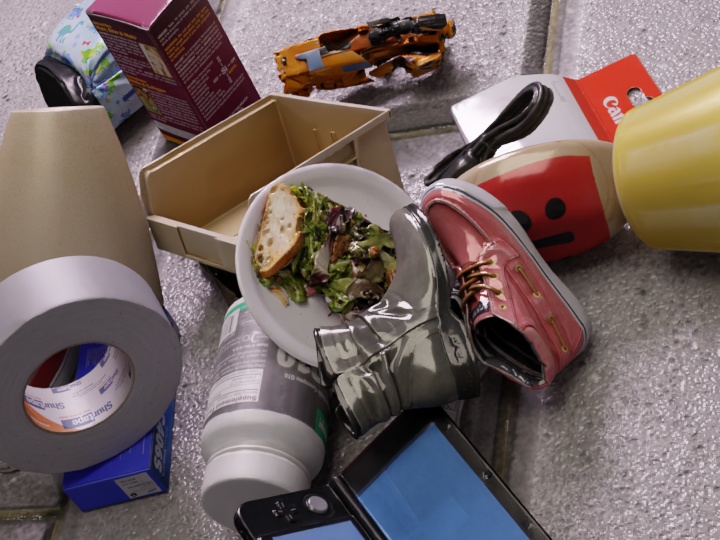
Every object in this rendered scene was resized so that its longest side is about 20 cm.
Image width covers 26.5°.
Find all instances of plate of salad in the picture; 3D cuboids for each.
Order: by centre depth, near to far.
[{"bbox_3d":[-0.014,-0.008,1.383,0.198,0.048,0.202,6,68,-15],"label":"plate of salad"}]

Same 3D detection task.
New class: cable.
[{"bbox_3d":[0.123,-0.108,1.476,0.200,0.050,0.098,-46,23,26],"label":"cable"}]

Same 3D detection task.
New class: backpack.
[{"bbox_3d":[-0.284,-0.266,1.826,0.199,0.155,0.163,-29,36,-19],"label":"backpack"}]

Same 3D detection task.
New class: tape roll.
[{"bbox_3d":[-0.264,0.087,1.383,0.199,0.201,0.066,-34,46,-5],"label":"tape roll"}]

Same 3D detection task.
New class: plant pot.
[{"bbox_3d":[0.330,-0.097,1.327,0.188,0.201,0.202,-9,46,38],"label":"plant pot"},{"bbox_3d":[-0.294,-0.060,1.522,0.185,0.202,0.187,-2,9,0],"label":"plant pot"}]

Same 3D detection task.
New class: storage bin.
[{"bbox_3d":[-0.091,-0.086,1.525,0.198,0.095,0.199,-33,30,-30],"label":"storage bin"}]

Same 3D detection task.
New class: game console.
[{"bbox_3d":[0.025,0.213,1.219,0.171,0.119,0.200,-4,41,-41],"label":"game console"}]

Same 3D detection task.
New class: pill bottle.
[{"bbox_3d":[-0.083,0.128,1.381,0.112,0.113,0.201,-9,48,19],"label":"pill bottle"}]

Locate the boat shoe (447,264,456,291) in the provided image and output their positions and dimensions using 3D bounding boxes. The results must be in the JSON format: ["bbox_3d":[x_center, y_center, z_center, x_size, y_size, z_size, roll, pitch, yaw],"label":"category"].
[{"bbox_3d":[0.000,0.000,1.483,0.198,0.072,0.066,3,49,28],"label":"boat shoe"}]

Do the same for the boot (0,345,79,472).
[{"bbox_3d":[-0.359,0.080,1.540,0.072,0.145,0.201,-6,47,24],"label":"boot"}]

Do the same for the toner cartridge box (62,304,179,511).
[{"bbox_3d":[-0.233,0.133,1.501,0.094,0.043,0.201,-13,47,14],"label":"toner cartridge box"}]

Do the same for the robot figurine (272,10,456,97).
[{"bbox_3d":[0.009,-0.232,1.654,0.198,0.145,0.059,-12,88,2],"label":"robot figurine"}]

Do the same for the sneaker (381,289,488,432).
[{"bbox_3d":[0.054,0.106,1.351,0.074,0.082,0.201,4,54,29],"label":"sneaker"}]

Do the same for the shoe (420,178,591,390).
[{"bbox_3d":[0.114,0.011,1.334,0.071,0.200,0.091,-44,-3,40],"label":"shoe"}]

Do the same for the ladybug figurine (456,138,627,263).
[{"bbox_3d":[0.164,-0.054,1.404,0.198,0.136,0.073,-15,54,12],"label":"ladybug figurine"}]

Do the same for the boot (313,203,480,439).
[{"bbox_3d":[0.017,0.038,1.304,0.129,0.068,0.202,-14,58,-3],"label":"boot"}]

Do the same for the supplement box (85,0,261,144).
[{"bbox_3d":[-0.201,-0.231,1.694,0.110,0.201,0.086,21,62,39],"label":"supplement box"}]

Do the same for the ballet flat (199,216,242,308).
[{"bbox_3d":[-0.130,-0.005,1.568,0.067,0.047,0.201,-29,44,-1],"label":"ballet flat"}]

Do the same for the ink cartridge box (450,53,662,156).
[{"bbox_3d":[0.206,-0.145,1.524,0.199,0.057,0.163,-29,44,8],"label":"ink cartridge box"}]
